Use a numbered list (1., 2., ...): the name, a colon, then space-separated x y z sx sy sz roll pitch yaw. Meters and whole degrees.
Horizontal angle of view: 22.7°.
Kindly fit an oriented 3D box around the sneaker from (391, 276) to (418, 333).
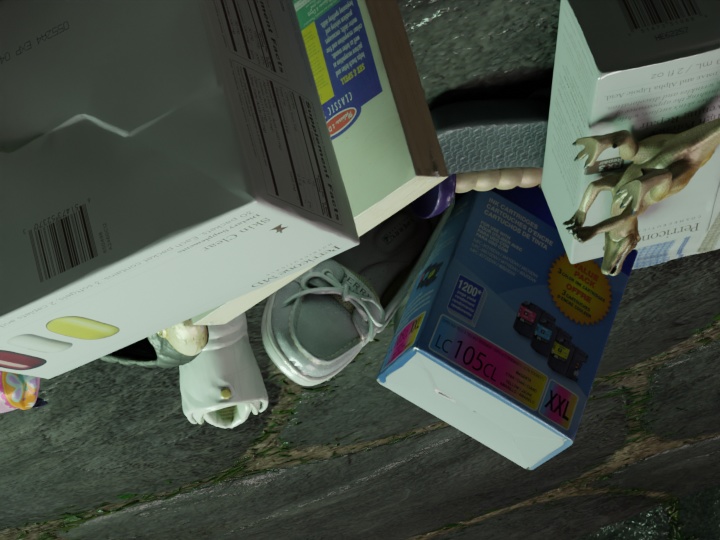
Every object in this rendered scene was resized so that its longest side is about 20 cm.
1. sneaker: 0.060 0.030 1.442 0.075 0.092 0.200 -13 162 -1

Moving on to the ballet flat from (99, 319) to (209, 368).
1. ballet flat: -0.160 0.039 1.165 0.057 0.067 0.199 -26 -168 -35

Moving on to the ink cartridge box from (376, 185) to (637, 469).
1. ink cartridge box: 0.111 0.018 1.281 0.136 0.201 0.076 30 148 -12

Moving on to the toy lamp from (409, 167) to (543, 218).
1. toy lamp: 0.128 -0.068 1.250 0.198 0.059 0.058 -8 162 -27

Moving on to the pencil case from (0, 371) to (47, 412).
1. pencil case: -0.318 0.068 1.236 0.198 0.088 0.087 -8 162 -27

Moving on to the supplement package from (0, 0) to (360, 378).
1. supplement package: -0.125 -0.056 0.892 0.199 0.157 0.111 -23 162 22

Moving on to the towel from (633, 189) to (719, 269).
1. towel: 0.265 -0.058 1.416 0.198 0.024 0.147 -10 145 -24

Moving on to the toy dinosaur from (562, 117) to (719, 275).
1. toy dinosaur: 0.179 -0.063 1.058 0.100 0.059 0.200 -11 158 -38

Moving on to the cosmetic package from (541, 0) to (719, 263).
1. cosmetic package: 0.173 -0.094 1.108 0.101 0.075 0.201 -13 146 -6

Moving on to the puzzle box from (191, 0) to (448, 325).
1. puzzle box: -0.041 -0.068 0.970 0.025 0.134 0.199 1 157 -43

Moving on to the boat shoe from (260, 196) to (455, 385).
1. boat shoe: 0.002 0.001 1.220 0.202 0.074 0.065 -45 -179 -44

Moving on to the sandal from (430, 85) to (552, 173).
1. sandal: 0.126 -0.101 1.187 0.198 0.043 0.076 -1 149 -25

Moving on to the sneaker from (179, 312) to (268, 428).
1. sneaker: -0.110 0.053 1.248 0.073 0.117 0.200 -10 -178 -6
